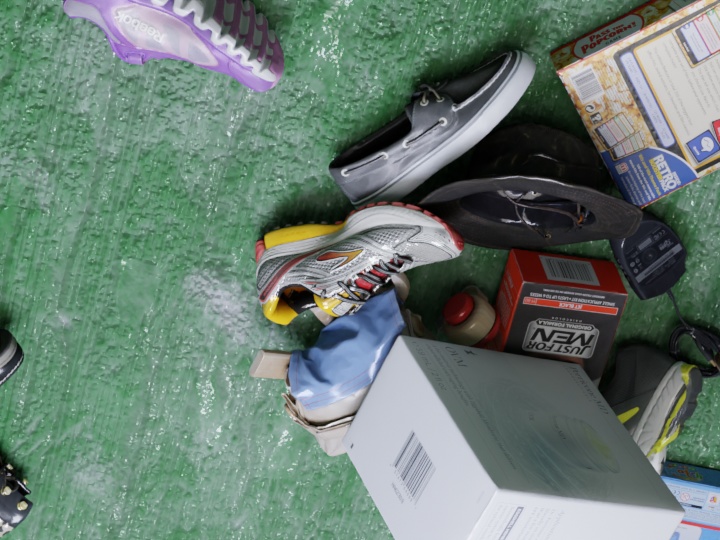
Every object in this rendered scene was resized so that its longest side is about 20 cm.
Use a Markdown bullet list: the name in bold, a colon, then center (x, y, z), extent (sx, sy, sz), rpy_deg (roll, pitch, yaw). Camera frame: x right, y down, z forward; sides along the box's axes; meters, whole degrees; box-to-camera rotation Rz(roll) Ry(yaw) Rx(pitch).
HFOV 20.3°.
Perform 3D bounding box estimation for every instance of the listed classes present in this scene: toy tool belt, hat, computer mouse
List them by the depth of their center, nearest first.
- **hat**: center (0.141, -0.079, 1.692), extent (0.199, 0.201, 0.081), rpy_deg (6, 76, -6)
- **toy tool belt**: center (0.011, 0.063, 1.747), extent (0.200, 0.125, 0.123), rpy_deg (-36, 122, 14)
- **computer mouse**: center (0.276, 0.022, 1.796), extent (0.058, 0.034, 0.200), rpy_deg (-35, 121, -5)

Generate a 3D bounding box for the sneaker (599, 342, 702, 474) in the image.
- **sneaker**: center (0.234, 0.156, 1.827), extent (0.074, 0.085, 0.201), rpy_deg (14, 109, -57)

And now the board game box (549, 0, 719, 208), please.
- **board game box**: center (0.282, -0.159, 1.688), extent (0.199, 0.046, 0.152), rpy_deg (-26, 116, 10)

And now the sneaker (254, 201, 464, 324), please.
- **sneaker**: center (0.000, 0.000, 1.699), extent (0.199, 0.083, 0.078), rpy_deg (-15, 149, 30)

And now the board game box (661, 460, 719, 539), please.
- **board game box**: center (0.278, 0.275, 1.921), extent (0.150, 0.037, 0.201), rpy_deg (12, 115, -9)

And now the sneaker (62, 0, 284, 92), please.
- **sneaker**: center (-0.157, -0.199, 1.628), extent (0.200, 0.081, 0.089), rpy_deg (31, 118, -13)

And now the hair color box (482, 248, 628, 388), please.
- **hair color box**: center (0.161, 0.085, 1.794), extent (0.101, 0.061, 0.201), rpy_deg (7, 120, -12)

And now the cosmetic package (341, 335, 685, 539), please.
- **cosmetic package**: center (0.124, 0.169, 1.660), extent (0.199, 0.200, 0.123), rpy_deg (11, 120, -33)

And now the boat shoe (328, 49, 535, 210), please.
- **boat shoe**: center (0.058, -0.123, 1.683), extent (0.200, 0.069, 0.057), rpy_deg (-39, 113, 18)

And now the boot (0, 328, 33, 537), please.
- **boot**: center (-0.340, 0.153, 1.801), extent (0.203, 0.074, 0.154), rpy_deg (-36, 117, 19)

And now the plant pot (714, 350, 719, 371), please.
- **plant pot**: center (0.445, 0.053, 1.738), extent (0.200, 0.200, 0.199), rpy_deg (29, 104, -17)
